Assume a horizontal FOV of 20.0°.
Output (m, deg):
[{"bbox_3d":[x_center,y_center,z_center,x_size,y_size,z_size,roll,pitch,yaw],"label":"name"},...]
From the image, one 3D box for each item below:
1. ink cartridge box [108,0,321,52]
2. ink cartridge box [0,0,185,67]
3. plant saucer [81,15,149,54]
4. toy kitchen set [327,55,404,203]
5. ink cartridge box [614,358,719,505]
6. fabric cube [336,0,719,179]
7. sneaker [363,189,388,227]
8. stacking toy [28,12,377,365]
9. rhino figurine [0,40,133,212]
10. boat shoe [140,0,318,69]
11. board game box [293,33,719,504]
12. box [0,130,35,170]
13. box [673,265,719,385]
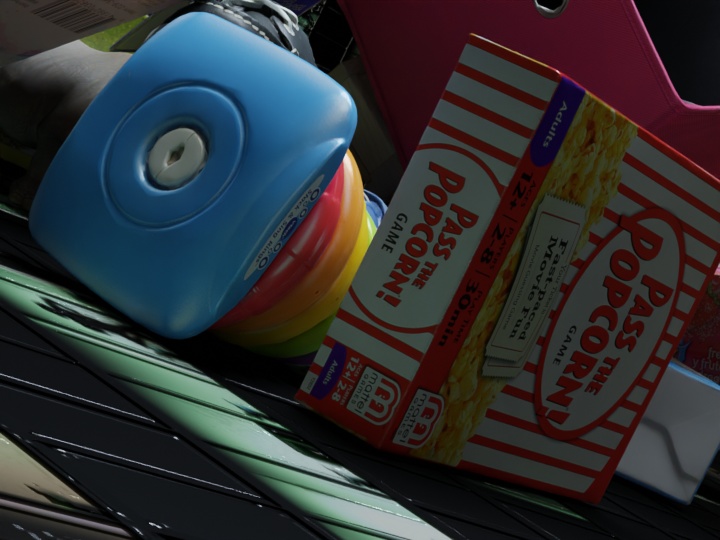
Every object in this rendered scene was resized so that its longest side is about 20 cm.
[{"bbox_3d":[-0.031,-0.186,1.121,0.043,0.200,0.198,58,17,6],"label":"ink cartridge box"},{"bbox_3d":[-0.181,-0.145,0.878,0.200,0.086,0.148,-16,-13,18],"label":"ink cartridge box"},{"bbox_3d":[-0.164,-0.121,1.122,0.200,0.048,0.200,36,14,22],"label":"plant saucer"},{"bbox_3d":[0.051,-0.044,1.286,0.200,0.180,0.163,-24,80,-43],"label":"toy kitchen set"},{"bbox_3d":[0.118,0.058,1.151,0.116,0.067,0.200,24,4,-13],"label":"ink cartridge box"},{"bbox_3d":[0.139,-0.127,1.137,0.200,0.199,0.196,-5,68,-41],"label":"fabric cube"},{"bbox_3d":[0.000,0.000,1.011,0.200,0.082,0.074,26,1,-30],"label":"sneaker"},{"bbox_3d":[-0.029,-0.002,0.833,0.110,0.116,0.200,33,-8,34],"label":"stacking toy"},{"bbox_3d":[-0.129,-0.064,0.959,0.200,0.087,0.060,28,4,25],"label":"rhino figurine"},{"bbox_3d":[-0.057,-0.104,0.988,0.076,0.060,0.200,28,-7,1],"label":"boat shoe"},{"bbox_3d":[0.072,0.008,0.821,0.046,0.152,0.200,28,4,32],"label":"board game box"},{"bbox_3d":[-0.146,-0.066,1.189,0.200,0.050,0.075,24,6,-22],"label":"box"},{"bbox_3d":[0.194,0.038,1.304,0.200,0.095,0.103,12,7,43],"label":"box"}]
